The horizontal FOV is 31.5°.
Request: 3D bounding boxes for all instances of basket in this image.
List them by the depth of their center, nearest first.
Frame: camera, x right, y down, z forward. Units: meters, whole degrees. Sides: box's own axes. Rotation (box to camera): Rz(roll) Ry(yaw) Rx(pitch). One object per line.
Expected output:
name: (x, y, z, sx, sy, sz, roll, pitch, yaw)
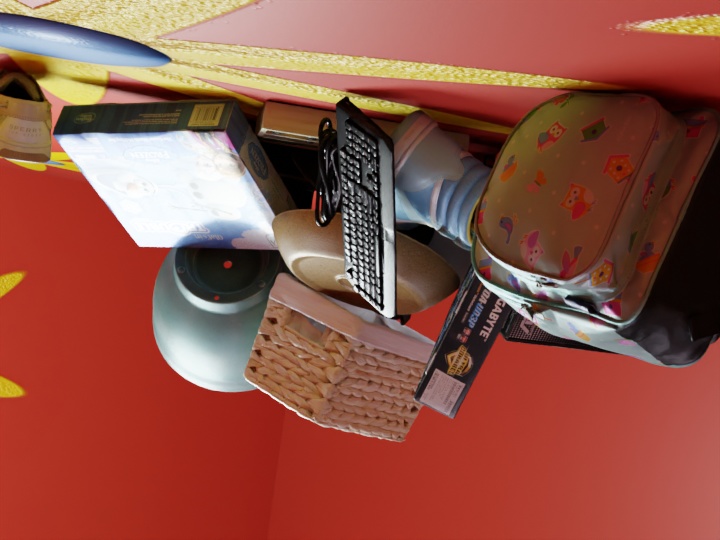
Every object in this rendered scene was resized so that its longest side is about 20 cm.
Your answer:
basket: (-0.017, 0.101, 1.404, 0.135, 0.124, 0.200, 27, -178, 36)

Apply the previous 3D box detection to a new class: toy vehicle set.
toy vehicle set: (-0.003, -0.131, 1.259, 0.198, 0.027, 0.124, 8, 180, -8)

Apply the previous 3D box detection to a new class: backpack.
backpack: (0.169, -0.036, 0.916, 0.153, 0.177, 0.200, 28, 171, -28)

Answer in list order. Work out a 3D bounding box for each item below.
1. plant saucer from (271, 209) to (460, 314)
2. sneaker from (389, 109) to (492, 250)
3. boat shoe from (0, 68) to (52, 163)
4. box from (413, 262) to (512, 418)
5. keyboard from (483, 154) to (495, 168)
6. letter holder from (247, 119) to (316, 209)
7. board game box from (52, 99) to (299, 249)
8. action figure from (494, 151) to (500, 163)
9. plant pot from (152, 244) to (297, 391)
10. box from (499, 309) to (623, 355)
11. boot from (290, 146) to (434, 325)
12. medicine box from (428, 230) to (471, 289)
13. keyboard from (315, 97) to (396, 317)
plant saucer: (0.000, 0.000, 1.272, 0.199, 0.036, 0.200, 17, 162, 6)
sneaker: (0.076, -0.054, 1.154, 0.130, 0.080, 0.200, 38, 169, 11)
boat shoe: (-0.333, -0.163, 1.243, 0.072, 0.065, 0.200, 4, -160, -21)
box: (0.118, 0.023, 1.215, 0.046, 0.160, 0.200, 26, -150, 3)
keyboard: (0.163, -0.104, 1.314, 0.199, 0.040, 0.104, 0, 171, -36)
letter holder: (-0.106, -0.109, 1.444, 0.199, 0.102, 0.142, 9, 178, -33)
board game box: (-0.182, -0.093, 1.310, 0.198, 0.044, 0.199, 1, 148, 23)
action figure: (0.196, -0.082, 1.166, 0.199, 0.066, 0.099, 8, 171, -27)
plant pot: (-0.145, 0.019, 1.448, 0.198, 0.202, 0.135, 8, 150, 5)
box: (0.257, -0.009, 1.323, 0.192, 0.201, 0.048, 8, -152, -29)
boot: (-0.011, -0.038, 1.377, 0.200, 0.069, 0.174, 43, 151, 12)
medicine box: (0.140, -0.035, 1.449, 0.182, 0.103, 0.200, 38, -169, 19)
keyboard: (-0.010, -0.051, 1.111, 0.039, 0.201, 0.104, -24, -135, -23)
